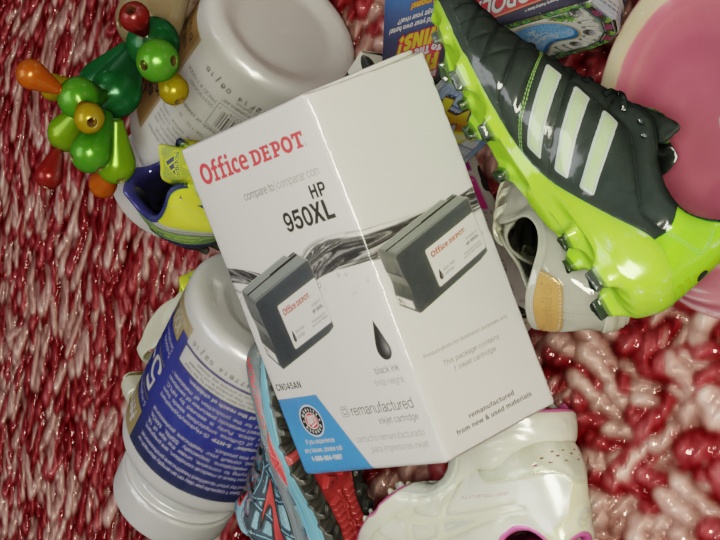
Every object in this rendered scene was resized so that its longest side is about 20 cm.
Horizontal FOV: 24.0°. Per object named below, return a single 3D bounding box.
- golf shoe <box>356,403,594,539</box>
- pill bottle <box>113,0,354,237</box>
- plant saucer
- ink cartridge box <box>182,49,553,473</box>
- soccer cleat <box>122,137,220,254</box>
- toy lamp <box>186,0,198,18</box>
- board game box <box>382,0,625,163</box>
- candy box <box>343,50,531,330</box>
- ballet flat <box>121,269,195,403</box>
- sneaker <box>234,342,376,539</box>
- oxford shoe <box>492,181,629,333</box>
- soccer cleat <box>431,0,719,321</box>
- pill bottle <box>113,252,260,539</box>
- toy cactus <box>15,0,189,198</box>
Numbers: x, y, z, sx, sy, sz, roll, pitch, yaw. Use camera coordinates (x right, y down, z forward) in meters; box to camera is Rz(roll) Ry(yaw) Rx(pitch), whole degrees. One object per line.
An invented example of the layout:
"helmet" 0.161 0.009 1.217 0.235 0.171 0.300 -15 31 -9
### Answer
"golf shoe" 0.063 0.155 0.980 0.200 0.075 0.092 -47 54 45
"pill bottle" -0.098 -0.111 1.194 0.200 0.114 0.115 -47 51 44
"plant saucer" 0.183 -0.075 0.833 0.200 0.051 0.202 -6 83 55
"ink cartridge box" 0.000 0.000 0.915 0.144 0.084 0.201 -15 97 56
"soccer cleat" -0.087 -0.058 1.084 0.200 0.083 0.065 -18 45 54
"toy lamp" -0.119 -0.235 1.284 0.058 0.058 0.201 58 134 40
"board game box" 0.082 -0.161 0.935 0.199 0.061 0.201 -7 67 52
"candy box" 0.024 -0.016 1.055 0.137 0.061 0.201 -51 49 42
"ballet flat" -0.145 0.076 1.295 0.067 0.067 0.201 58 134 40
"sneaker" -0.049 0.138 1.072 0.095 0.079 0.201 -7 105 33
"oxford shoe" 0.096 -0.037 0.906 0.201 0.057 0.076 -100 1 -53
"soccer cleat" 0.104 -0.066 0.826 0.201 0.081 0.068 57 174 25
"pill bottle" -0.098 0.096 1.177 0.201 0.119 0.120 -60 43 34
"toy cactus" -0.161 -0.138 1.111 0.166 0.102 0.200 -68 11 -23
